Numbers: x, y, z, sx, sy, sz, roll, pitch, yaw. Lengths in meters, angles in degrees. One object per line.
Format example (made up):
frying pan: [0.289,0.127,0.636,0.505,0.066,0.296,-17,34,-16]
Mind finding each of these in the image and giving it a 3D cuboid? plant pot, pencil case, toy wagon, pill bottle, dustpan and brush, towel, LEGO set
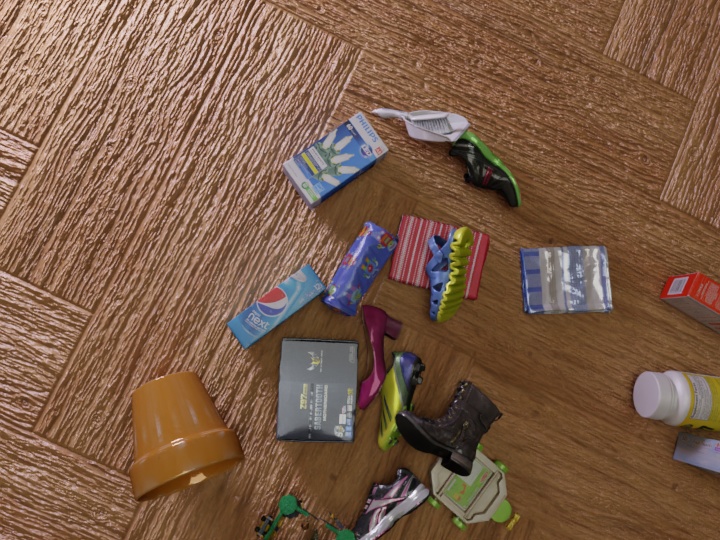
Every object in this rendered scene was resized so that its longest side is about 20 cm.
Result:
plant pot: [-0.337,0.296,1.108,0.199,0.200,0.184,-21,71,-8]
pencil case: [0.000,0.000,1.221,0.087,0.078,0.201,38,78,-40]
toy wagon: [0.234,0.448,1.220,0.200,0.040,0.155,40,82,-2]
pill bottle: [0.686,0.270,1.249,0.198,0.114,0.115,8,83,-5]
dustpan and brush: [0.118,-0.315,1.263,0.198,0.140,0.058,4,120,24]
towel: [0.445,0.020,1.294,0.198,0.024,0.148,-2,84,-6]
towel: [0.168,-0.028,1.270,0.198,0.022,0.146,14,85,-3]
LEGO set: [-0.097,0.532,1.145,0.198,0.116,0.155,15,61,18]

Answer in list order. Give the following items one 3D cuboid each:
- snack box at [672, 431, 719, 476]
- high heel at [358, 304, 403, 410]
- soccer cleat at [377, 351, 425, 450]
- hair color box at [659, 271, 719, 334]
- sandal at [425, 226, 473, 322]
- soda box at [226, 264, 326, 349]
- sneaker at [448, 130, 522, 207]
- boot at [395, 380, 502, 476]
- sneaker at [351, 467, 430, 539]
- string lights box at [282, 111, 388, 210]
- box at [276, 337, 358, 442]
snack box: [0.780,0.400,1.218,0.198,0.169,0.068,19,81,-5]
high heel: [0.011,0.173,1.208,0.096,0.067,0.201,26,67,-13]
soccer cleat: [0.068,0.261,1.219,0.083,0.065,0.202,17,86,26]
hair color box: [0.762,0.081,1.283,0.199,0.102,0.062,31,82,-3]
sandal: [0.171,0.006,1.229,0.087,0.079,0.202,14,93,34]
soda box: [-0.166,0.072,1.199,0.199,0.068,0.064,-37,89,-8]
sneaker: [0.268,-0.207,1.283,0.084,0.077,0.200,-43,91,16]
boot: [0.178,0.290,1.199,0.199,0.069,0.175,38,55,-5]
sneaker: [0.040,0.470,1.189,0.199,0.080,0.087,-36,66,-7]
string lights box: [-0.052,-0.227,1.247,0.199,0.059,0.103,-36,88,-9]
box: [-0.086,0.238,1.200,0.156,0.051,0.202,4,84,-5]
